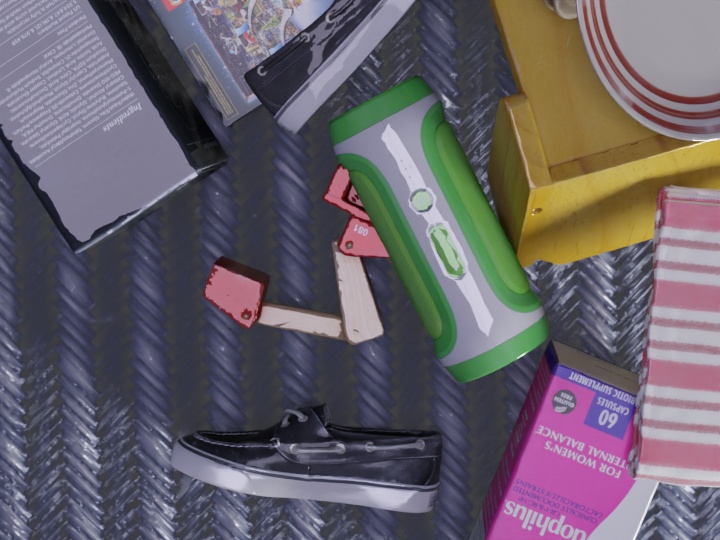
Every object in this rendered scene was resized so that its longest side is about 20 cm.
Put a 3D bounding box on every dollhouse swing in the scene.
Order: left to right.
[{"bbox_3d":[0.177,-0.133,1.303,0.198,0.182,0.177,-17,67,-8],"label":"dollhouse swing"}]

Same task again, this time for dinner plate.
[{"bbox_3d":[0.220,-0.185,1.202,0.198,0.024,0.203,-4,99,-25],"label":"dinner plate"}]

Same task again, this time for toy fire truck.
[{"bbox_3d":[0.000,0.000,1.362,0.198,0.049,0.142,25,97,0],"label":"toy fire truck"}]

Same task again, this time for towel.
[{"bbox_3d":[0.261,0.049,1.278,0.145,0.030,0.203,6,92,-10],"label":"towel"}]

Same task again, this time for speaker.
[{"bbox_3d":[0.054,-0.029,1.288,0.088,0.088,0.202,-27,94,6],"label":"speaker"}]

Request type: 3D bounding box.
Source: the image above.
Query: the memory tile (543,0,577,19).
[{"bbox_3d":[0.141,-0.254,1.149,0.153,0.200,0.017,-48,56,-1],"label":"memory tile"}]

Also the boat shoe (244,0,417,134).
[{"bbox_3d":[-0.004,-0.188,1.301,0.066,0.070,0.200,42,101,-4],"label":"boat shoe"}]

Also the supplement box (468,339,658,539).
[{"bbox_3d":[0.147,0.167,1.344,0.100,0.103,0.202,21,98,0],"label":"supplement box"}]

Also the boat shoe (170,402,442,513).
[{"bbox_3d":[-0.038,0.129,1.366,0.198,0.072,0.069,8,98,0],"label":"boat shoe"}]

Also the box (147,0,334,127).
[{"bbox_3d":[-0.092,-0.225,1.350,0.136,0.038,0.201,-31,93,6],"label":"box"}]

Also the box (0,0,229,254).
[{"bbox_3d":[-0.196,-0.129,1.312,0.107,0.148,0.201,-33,93,7],"label":"box"}]
